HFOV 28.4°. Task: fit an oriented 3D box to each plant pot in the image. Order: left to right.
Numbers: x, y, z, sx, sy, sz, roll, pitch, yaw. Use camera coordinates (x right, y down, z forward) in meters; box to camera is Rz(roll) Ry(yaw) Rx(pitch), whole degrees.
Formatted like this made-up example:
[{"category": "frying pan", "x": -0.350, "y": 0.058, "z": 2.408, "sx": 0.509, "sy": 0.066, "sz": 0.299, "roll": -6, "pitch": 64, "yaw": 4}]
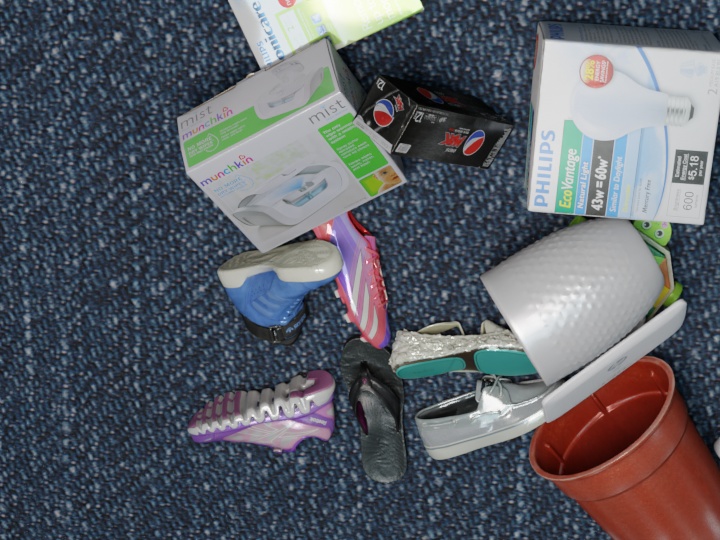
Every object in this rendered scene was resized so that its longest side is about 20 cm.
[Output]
[{"category": "plant pot", "x": 0.338, "y": 0.241, "z": 1.703, "sx": 0.200, "sy": 0.201, "sz": 0.196, "roll": -34, "pitch": 110, "yaw": 15}]

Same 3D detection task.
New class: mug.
[{"category": "mug", "x": 0.258, "y": 0.039, "z": 1.630, "sx": 0.175, "sy": 0.148, "sz": 0.200, "roll": -32, "pitch": 133, "yaw": 3}]

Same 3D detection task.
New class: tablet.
[{"category": "tablet", "x": 0.294, "y": 0.108, "z": 1.653, "sx": 0.200, "sy": 0.130, "sz": 0.014, "roll": -36, "pitch": 72, "yaw": -2}]

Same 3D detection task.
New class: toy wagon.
[{"category": "toy wagon", "x": 0.307, "y": -0.002, "z": 1.695, "sx": 0.155, "sy": 0.040, "sz": 0.200, "roll": 33, "pitch": 109, "yaw": -6}]

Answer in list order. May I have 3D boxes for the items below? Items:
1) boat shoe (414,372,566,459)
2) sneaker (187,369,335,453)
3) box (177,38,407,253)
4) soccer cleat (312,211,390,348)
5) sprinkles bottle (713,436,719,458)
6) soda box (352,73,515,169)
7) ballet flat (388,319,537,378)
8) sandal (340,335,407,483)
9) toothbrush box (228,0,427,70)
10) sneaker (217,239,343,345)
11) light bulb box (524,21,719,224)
[{"category": "boat shoe", "x": 0.159, "y": 0.167, "z": 1.751, "sx": 0.200, "sy": 0.070, "sz": 0.072, "roll": -24, "pitch": 110, "yaw": 16}, {"category": "sneaker", "x": -0.117, "y": 0.194, "z": 1.790, "sx": 0.199, "sy": 0.081, "sz": 0.089, "roll": -14, "pitch": 114, "yaw": 10}, {"category": "box", "x": -0.077, "y": -0.140, "z": 1.622, "sx": 0.199, "sy": 0.097, "sz": 0.177, "roll": -25, "pitch": 140, "yaw": 13}, {"category": "soccer cleat", "x": 0.000, "y": 0.000, "z": 1.719, "sx": 0.076, "sy": 0.067, "sz": 0.201, "roll": -24, "pitch": 102, "yaw": 8}, {"category": "sprinkles bottle", "x": 0.513, "y": 0.161, "z": 1.712, "sx": 0.068, "sy": 0.068, "sz": 0.200, "roll": 35, "pitch": 108, "yaw": -6}, {"category": "soda box", "x": 0.083, "y": -0.163, "z": 1.583, "sx": 0.071, "sy": 0.199, "sz": 0.064, "roll": 41, "pitch": 111, "yaw": 31}, {"category": "ballet flat", "x": 0.132, "y": 0.090, "z": 1.733, "sx": 0.199, "sy": 0.072, "sz": 0.072, "roll": -3, "pitch": 108, "yaw": 7}, {"category": "sandal", "x": 0.022, "y": 0.177, "z": 1.781, "sx": 0.075, "sy": 0.048, "sz": 0.202, "roll": -10, "pitch": 108, "yaw": 9}, {"category": "toothbrush box", "x": -0.043, "y": -0.324, "z": 1.602, "sx": 0.199, "sy": 0.086, "sz": 0.146, "roll": -21, "pitch": 105, "yaw": 14}, {"category": "sneaker", "x": -0.079, "y": 0.032, "z": 1.699, "sx": 0.199, "sy": 0.077, "sz": 0.112, "roll": -7, "pitch": 115, "yaw": 43}, {"category": "light bulb box", "x": 0.291, "y": -0.168, "z": 1.597, "sx": 0.199, "sy": 0.125, "sz": 0.200, "roll": 4, "pitch": 109, "yaw": 4}]
